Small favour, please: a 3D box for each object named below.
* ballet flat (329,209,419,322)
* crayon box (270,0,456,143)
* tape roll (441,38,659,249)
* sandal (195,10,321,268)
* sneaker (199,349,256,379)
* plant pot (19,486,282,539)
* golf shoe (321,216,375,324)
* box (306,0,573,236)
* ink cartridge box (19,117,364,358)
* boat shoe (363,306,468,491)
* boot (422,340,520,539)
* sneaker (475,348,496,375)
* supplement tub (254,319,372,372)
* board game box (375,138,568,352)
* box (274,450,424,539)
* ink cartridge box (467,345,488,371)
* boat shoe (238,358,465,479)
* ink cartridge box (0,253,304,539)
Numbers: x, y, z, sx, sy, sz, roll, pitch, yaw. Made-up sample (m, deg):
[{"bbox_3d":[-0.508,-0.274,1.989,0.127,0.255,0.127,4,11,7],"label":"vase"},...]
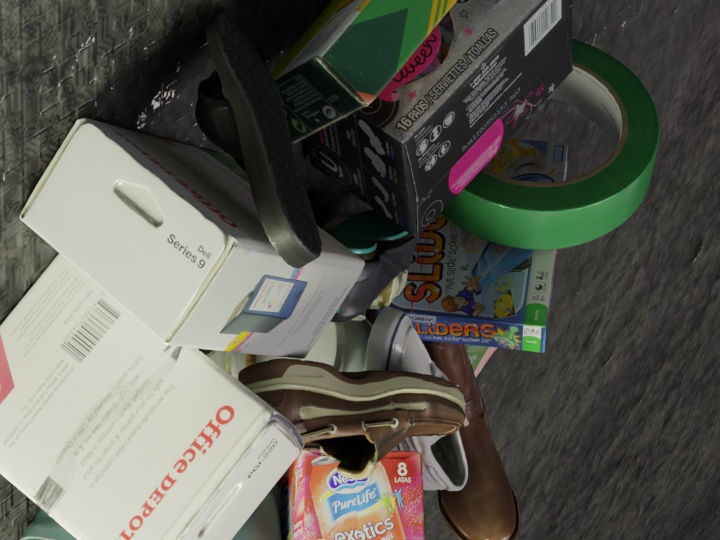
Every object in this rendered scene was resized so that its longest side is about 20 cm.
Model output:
[{"bbox_3d":[0.000,0.000,1.539,0.073,0.073,0.200,-61,174,15],"label":"ballet flat"},{"bbox_3d":[0.020,-0.184,1.414,0.200,0.051,0.127,-52,-167,-22],"label":"crayon box"},{"bbox_3d":[0.139,-0.107,1.652,0.200,0.200,0.048,-41,152,-29],"label":"tape roll"},{"bbox_3d":[-0.077,-0.086,1.320,0.048,0.201,0.075,-26,146,15],"label":"sandal"},{"bbox_3d":[-0.105,0.008,1.503,0.076,0.087,0.201,115,-8,-76],"label":"sneaker"},{"bbox_3d":[-0.140,0.188,1.550,0.201,0.199,0.135,70,41,-63],"label":"plant pot"},{"bbox_3d":[0.003,-0.007,1.711,0.200,0.072,0.093,65,38,-64],"label":"golf shoe"},{"bbox_3d":[0.057,-0.153,1.543,0.200,0.114,0.132,-47,155,-21],"label":"box"},{"bbox_3d":[-0.108,-0.019,1.363,0.088,0.145,0.200,-56,158,9],"label":"ink cartridge box"},{"bbox_3d":[0.049,0.102,1.586,0.201,0.065,0.074,73,33,-52],"label":"boat shoe"},{"bbox_3d":[0.078,0.110,1.680,0.064,0.187,0.201,-17,136,-5],"label":"boot"},{"bbox_3d":[0.103,0.045,1.943,0.104,0.075,0.201,-20,144,-61],"label":"sneaker"},{"bbox_3d":[-0.048,0.087,1.623,0.146,0.145,0.200,-53,157,-4],"label":"supplement tub"},{"bbox_3d":[0.092,-0.027,1.644,0.035,0.134,0.201,87,10,-49],"label":"board game box"},{"bbox_3d":[-0.014,0.203,1.576,0.200,0.095,0.100,123,-32,-71],"label":"box"},{"bbox_3d":[0.061,0.048,1.833,0.059,0.104,0.201,0,121,-61],"label":"ink cartridge box"},{"bbox_3d":[-0.005,0.114,1.461,0.201,0.075,0.075,8,158,-39],"label":"boat shoe"},{"bbox_3d":[-0.159,0.105,1.362,0.146,0.200,0.085,-51,156,-7],"label":"ink cartridge box"}]
